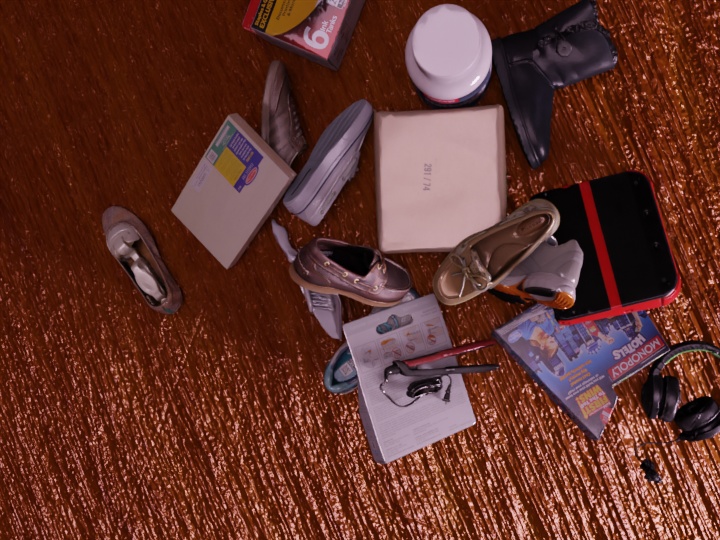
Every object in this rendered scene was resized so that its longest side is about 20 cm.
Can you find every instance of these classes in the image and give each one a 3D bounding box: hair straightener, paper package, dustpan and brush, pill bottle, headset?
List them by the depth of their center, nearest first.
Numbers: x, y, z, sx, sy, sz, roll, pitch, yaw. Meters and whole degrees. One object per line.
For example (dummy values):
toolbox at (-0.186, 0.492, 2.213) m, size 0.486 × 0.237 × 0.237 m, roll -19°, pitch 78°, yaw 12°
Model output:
pill bottle at (0.121, -0.288, 1.073) m, size 0.117 × 0.200 × 0.123 m, roll 0°, pitch 92°, yaw 10°
headset at (0.446, 0.197, 1.087) m, size 0.122 × 0.094 × 0.203 m, roll 29°, pitch 103°, yaw 8°
hair straightener at (0.114, 0.152, 1.109) m, size 0.196 × 0.041 × 0.079 m, roll -9°, pitch 87°, yaw -27°
paper package at (0.115, -0.128, 1.129) m, size 0.186 × 0.103 × 0.205 m, roll -1°, pitch 91°, yaw 10°
dustpan and brush at (-0.084, -0.002, 1.176) m, size 0.056 × 0.141 × 0.203 m, roll -15°, pitch 60°, yaw -10°

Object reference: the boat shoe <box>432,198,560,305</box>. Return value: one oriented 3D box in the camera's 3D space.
boat shoe at (0.174, -0.024, 1.037) m, size 0.199 × 0.063 × 0.074 m, roll -41°, pitch 88°, yaw 17°

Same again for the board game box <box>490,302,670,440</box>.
board game box at (0.320, 0.123, 1.111) m, size 0.198 × 0.062 × 0.202 m, roll -30°, pitch 79°, yaw 0°

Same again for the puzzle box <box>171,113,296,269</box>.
puzzle box at (-0.194, -0.116, 1.183) m, size 0.133 × 0.025 × 0.201 m, roll 45°, pitch 122°, yaw 7°

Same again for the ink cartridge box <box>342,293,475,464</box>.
ink cartridge box at (0.065, 0.155, 1.141) m, size 0.157 × 0.047 × 0.204 m, roll -17°, pitch 87°, yaw -22°

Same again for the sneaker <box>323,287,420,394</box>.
sneaker at (0.019, 0.110, 1.161) m, size 0.077 × 0.086 × 0.201 m, roll 40°, pitch 97°, yaw 6°

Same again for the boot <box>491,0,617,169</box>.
boot at (0.284, -0.265, 1.108) m, size 0.165 × 0.076 × 0.204 m, roll -18°, pitch 83°, yaw 14°

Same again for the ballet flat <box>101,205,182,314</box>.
ballet flat at (-0.349, -0.020, 1.230) m, size 0.068 × 0.067 × 0.201 m, roll -39°, pitch 85°, yaw 8°

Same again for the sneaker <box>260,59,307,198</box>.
sneaker at (-0.114, -0.211, 1.192) m, size 0.074 × 0.070 × 0.205 m, roll 6°, pitch 100°, yaw -4°

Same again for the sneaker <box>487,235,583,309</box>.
sneaker at (0.233, -0.006, 1.094) m, size 0.075 × 0.198 × 0.093 m, roll 34°, pitch 76°, yaw -33°

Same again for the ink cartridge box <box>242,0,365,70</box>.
ink cartridge box at (-0.080, -0.430, 1.162) m, size 0.173 × 0.084 × 0.204 m, roll 23°, pitch 96°, yaw 8°

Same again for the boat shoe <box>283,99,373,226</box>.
boat shoe at (-0.037, -0.160, 1.177) m, size 0.067 × 0.073 × 0.201 m, roll 39°, pitch 86°, yaw -32°

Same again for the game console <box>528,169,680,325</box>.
game console at (0.340, -0.035, 1.100) m, size 0.173 × 0.031 × 0.204 m, roll -14°, pitch 67°, yaw 14°

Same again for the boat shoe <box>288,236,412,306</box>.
boat shoe at (0.000, 0.000, 1.079) m, size 0.071 × 0.197 × 0.071 m, roll -49°, pitch 49°, yaw 34°
